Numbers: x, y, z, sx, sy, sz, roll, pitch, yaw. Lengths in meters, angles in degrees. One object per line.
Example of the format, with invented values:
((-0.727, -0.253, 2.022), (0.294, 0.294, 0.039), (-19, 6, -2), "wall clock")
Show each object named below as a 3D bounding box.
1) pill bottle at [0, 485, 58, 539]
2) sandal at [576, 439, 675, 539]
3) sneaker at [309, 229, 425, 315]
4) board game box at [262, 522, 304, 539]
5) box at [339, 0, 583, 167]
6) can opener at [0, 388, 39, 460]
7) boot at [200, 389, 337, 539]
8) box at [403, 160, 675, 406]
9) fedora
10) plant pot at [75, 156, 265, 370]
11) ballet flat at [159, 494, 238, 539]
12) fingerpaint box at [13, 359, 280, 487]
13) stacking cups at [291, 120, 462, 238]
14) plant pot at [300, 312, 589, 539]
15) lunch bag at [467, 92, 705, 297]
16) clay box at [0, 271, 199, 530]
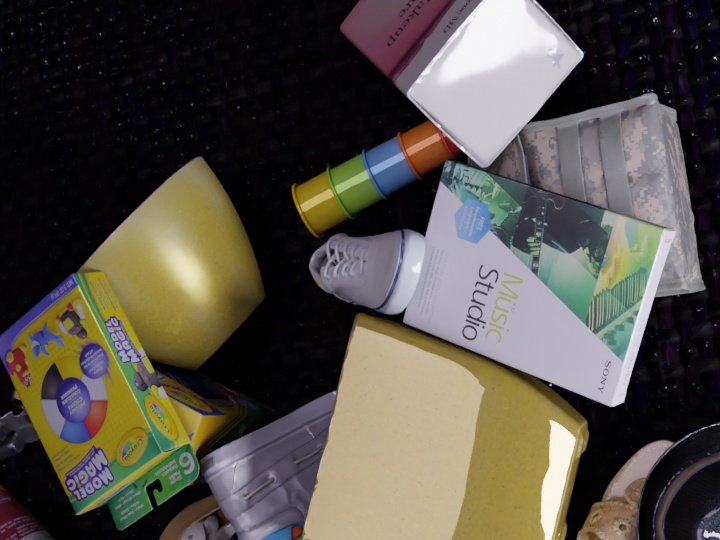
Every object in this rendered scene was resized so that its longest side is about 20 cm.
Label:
((-0.356, 0.318, 1.109), (0.199, 0.114, 0.115), (35, 96, 21), "pill bottle")
((0.216, 0.243, 0.915), (0.077, 0.069, 0.214), (36, 97, 21), "sandal")
((0.000, 0.000, 0.962), (0.069, 0.200, 0.075), (14, 79, -15), "sneaker")
((-0.063, 0.311, 0.946), (0.045, 0.199, 0.153), (-42, 71, 28), "board game box")
((0.081, -0.203, 0.949), (0.128, 0.108, 0.201), (-48, 31, 9), "box")
((-0.394, 0.169, 1.185), (0.197, 0.054, 0.068), (-22, 44, 18), "can opener")
((-0.046, 0.176, 0.984), (0.097, 0.198, 0.073), (62, 149, 7), "boot")
((0.140, 0.007, 0.877), (0.197, 0.036, 0.147), (20, 102, 27), "box")
((0.321, 0.209, 0.840), (0.196, 0.092, 0.205), (-1, 83, 5), "fedora")
((-0.176, 0.011, 1.051), (0.142, 0.200, 0.200), (44, 101, -5), "plant pot")
((-0.126, 0.248, 1.045), (0.199, 0.063, 0.069), (-35, 104, 14), "ballet flat")
((-0.202, 0.130, 1.042), (0.197, 0.166, 0.075), (23, 92, 23), "fingerpaint box")
((0.029, -0.106, 1.038), (0.198, 0.060, 0.061), (-30, 74, 14), "stacking cups")
((0.087, 0.160, 0.919), (0.196, 0.194, 0.200), (13, 88, 16), "plant pot")
((0.183, -0.049, 0.941), (0.197, 0.117, 0.168), (-10, 84, 28), "lunch bag")
((-0.230, 0.117, 0.934), (0.114, 0.047, 0.202), (-35, 77, 22), "clay box")
